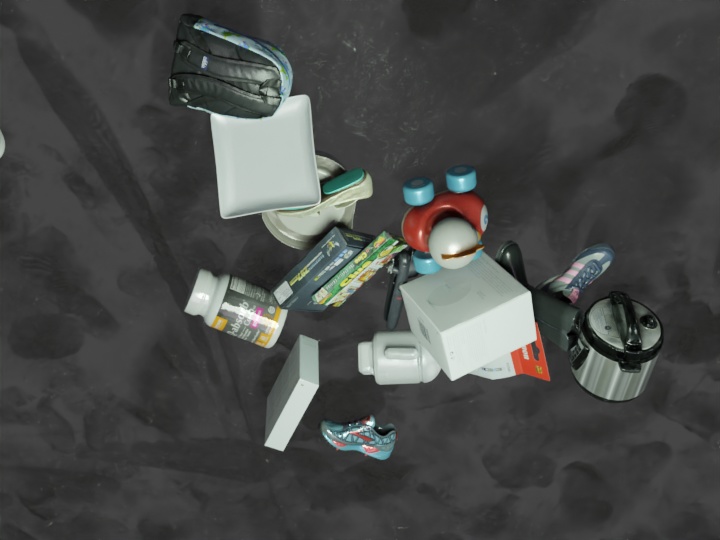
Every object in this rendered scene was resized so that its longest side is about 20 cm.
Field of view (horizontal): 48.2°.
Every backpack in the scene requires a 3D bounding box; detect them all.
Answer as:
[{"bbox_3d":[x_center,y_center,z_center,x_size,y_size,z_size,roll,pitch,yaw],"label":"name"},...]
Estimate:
[{"bbox_3d":[-0.217,-0.345,1.408,0.196,0.154,0.166,19,116,11],"label":"backpack"}]

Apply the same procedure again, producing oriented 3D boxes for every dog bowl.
[{"bbox_3d":[-0.098,-0.142,1.571,0.195,0.059,0.204,-1,121,-2],"label":"dog bowl"}]

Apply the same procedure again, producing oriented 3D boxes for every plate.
[{"bbox_3d":[-0.173,-0.208,1.490,0.195,0.032,0.205,-7,88,12],"label":"plate"}]

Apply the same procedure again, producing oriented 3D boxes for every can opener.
[{"bbox_3d":[0.080,0.040,1.685,0.077,0.064,0.204,9,120,-8],"label":"can opener"}]

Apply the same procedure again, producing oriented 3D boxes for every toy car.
[{"bbox_3d":[0.184,-0.068,1.528,0.173,0.201,0.188,-16,120,-10],"label":"toy car"}]

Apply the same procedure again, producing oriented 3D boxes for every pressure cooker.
[{"bbox_3d":[0.541,0.152,1.695,0.177,0.175,0.203,-29,141,-30],"label":"pressure cooker"}]

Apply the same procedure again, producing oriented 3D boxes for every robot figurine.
[{"bbox_3d":[0.093,0.186,1.736,0.195,0.170,0.116,-3,82,7],"label":"robot figurine"}]

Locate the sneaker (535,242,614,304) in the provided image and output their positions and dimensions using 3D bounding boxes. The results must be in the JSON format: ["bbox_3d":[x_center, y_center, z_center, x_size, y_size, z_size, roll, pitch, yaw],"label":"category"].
[{"bbox_3d":[0.453,0.028,1.680,0.070,0.083,0.199,39,112,-23],"label":"sneaker"}]

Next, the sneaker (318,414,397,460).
[{"bbox_3d":[-0.004,0.369,1.885,0.196,0.080,0.097,19,110,-23],"label":"sneaker"}]

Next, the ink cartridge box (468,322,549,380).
[{"bbox_3d":[0.295,0.165,1.713,0.197,0.047,0.163,12,132,42],"label":"ink cartridge box"}]

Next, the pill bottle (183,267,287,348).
[{"bbox_3d":[-0.256,0.075,1.663,0.196,0.117,0.118,22,119,-15],"label":"pill bottle"}]

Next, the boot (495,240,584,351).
[{"bbox_3d":[0.360,0.049,1.622,0.065,0.199,0.167,-28,132,-22],"label":"boot"}]

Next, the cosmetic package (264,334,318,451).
[{"bbox_3d":[-0.151,0.267,1.763,0.051,0.152,0.202,21,119,-14],"label":"cosmetic package"}]

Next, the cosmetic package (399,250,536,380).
[{"bbox_3d":[0.213,0.083,1.605,0.197,0.200,0.125,-24,122,-10],"label":"cosmetic package"}]

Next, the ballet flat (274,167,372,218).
[{"bbox_3d":[-0.069,-0.131,1.510,0.196,0.068,0.063,-16,136,9],"label":"ballet flat"}]

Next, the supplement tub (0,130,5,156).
[{"bbox_3d":[-0.758,-0.199,1.465,0.199,0.141,0.140,-41,115,20],"label":"supplement tub"}]

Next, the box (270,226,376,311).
[{"bbox_3d":[-0.064,0.002,1.614,0.199,0.052,0.157,-42,158,20],"label":"box"}]

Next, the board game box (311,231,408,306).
[{"bbox_3d":[0.000,0.000,1.600,0.199,0.024,0.104,-42,158,16],"label":"board game box"}]
